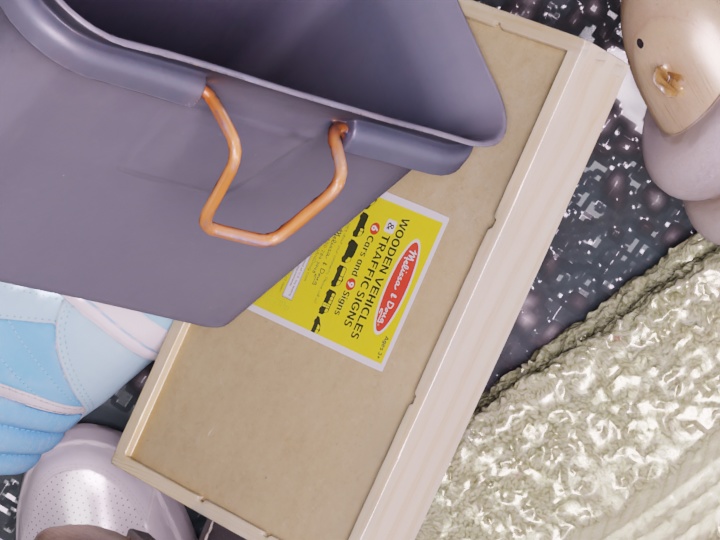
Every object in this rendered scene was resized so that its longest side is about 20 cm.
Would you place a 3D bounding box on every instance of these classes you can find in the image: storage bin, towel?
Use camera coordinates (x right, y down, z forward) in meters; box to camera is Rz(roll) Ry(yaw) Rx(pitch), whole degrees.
[{"bbox_3d":[-0.071,-0.054,0.948,0.199,0.146,0.134,13,133,-41],"label":"storage bin"},{"bbox_3d":[0.110,0.085,1.086,0.199,0.037,0.149,-35,100,12],"label":"towel"}]

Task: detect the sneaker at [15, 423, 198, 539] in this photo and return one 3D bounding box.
[{"bbox_3d":[-0.095,0.166,1.079,0.073,0.116,0.201,-6,104,6],"label":"sneaker"}]

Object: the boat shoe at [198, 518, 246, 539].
[{"bbox_3d":[-0.014,0.054,1.057,0.072,0.066,0.202,37,102,27],"label":"boat shoe"}]

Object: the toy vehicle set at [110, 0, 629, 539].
[{"bbox_3d":[0.000,0.000,1.005,0.026,0.124,0.201,25,90,-47],"label":"toy vehicle set"}]

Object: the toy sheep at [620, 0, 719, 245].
[{"bbox_3d":[0.173,-0.051,0.999,0.199,0.138,0.138,31,105,-12],"label":"toy sheep"}]

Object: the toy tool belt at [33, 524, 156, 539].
[{"bbox_3d":[-0.042,0.174,0.998,0.199,0.125,0.124,20,98,-36],"label":"toy tool belt"}]

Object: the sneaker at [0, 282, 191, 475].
[{"bbox_3d":[-0.169,0.000,1.045,0.200,0.080,0.131,39,104,-16],"label":"sneaker"}]
